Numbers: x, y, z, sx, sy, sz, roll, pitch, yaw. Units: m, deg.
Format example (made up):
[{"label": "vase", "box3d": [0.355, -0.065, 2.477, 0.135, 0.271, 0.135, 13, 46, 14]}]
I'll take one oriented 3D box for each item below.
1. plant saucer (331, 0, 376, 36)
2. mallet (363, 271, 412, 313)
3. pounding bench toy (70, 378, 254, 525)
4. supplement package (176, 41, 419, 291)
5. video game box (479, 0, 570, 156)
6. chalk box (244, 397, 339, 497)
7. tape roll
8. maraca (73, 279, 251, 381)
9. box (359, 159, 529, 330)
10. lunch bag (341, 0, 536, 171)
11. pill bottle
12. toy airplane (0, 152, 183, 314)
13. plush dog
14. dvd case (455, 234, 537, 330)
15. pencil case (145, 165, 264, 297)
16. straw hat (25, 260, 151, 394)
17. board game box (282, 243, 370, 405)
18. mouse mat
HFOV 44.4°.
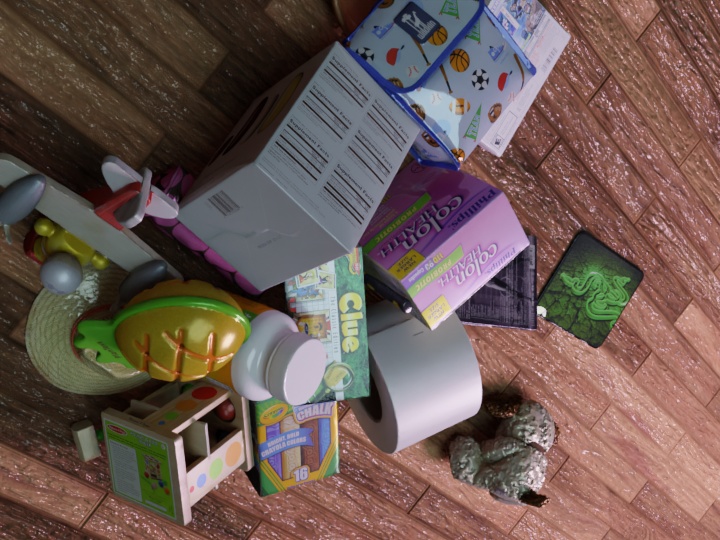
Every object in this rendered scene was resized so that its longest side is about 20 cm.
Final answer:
[{"label": "plant saucer", "box3d": [0.047, -0.369, 1.119, 0.198, 0.037, 0.202, -11, 116, -24]}, {"label": "mallet", "box3d": [0.000, 0.000, 1.157, 0.041, 0.200, 0.066, -35, 121, -18]}, {"label": "pounding bench toy", "box3d": [-0.258, 0.209, 1.158, 0.156, 0.198, 0.126, -34, 129, -51]}, {"label": "supplement package", "box3d": [-0.073, -0.114, 1.011, 0.147, 0.191, 0.201, 43, 55, -21]}, {"label": "video game box", "box3d": [0.184, -0.281, 1.211, 0.182, 0.047, 0.201, 24, 98, -49]}, {"label": "chalk box", "box3d": [-0.108, 0.183, 1.222, 0.123, 0.125, 0.202, -11, 117, -25]}, {"label": "tape roll", "box3d": [0.062, 0.139, 1.252, 0.138, 0.203, 0.205, -20, 120, -20]}, {"label": "maraca", "box3d": [-0.219, 0.071, 0.979, 0.198, 0.108, 0.137, -12, 145, 14]}, {"label": "box", "box3d": [0.090, -0.047, 1.187, 0.176, 0.200, 0.097, -40, 125, -7]}, {"label": "lunch bag", "box3d": [0.087, -0.248, 1.058, 0.200, 0.124, 0.170, 45, 79, -24]}, {"label": "pill bottle", "box3d": [-0.144, 0.092, 1.081, 0.111, 0.199, 0.112, -33, 131, -47]}, {"label": "toy airplane", "box3d": [-0.295, -0.038, 0.957, 0.198, 0.200, 0.142, 16, 61, 3]}, {"label": "plush dog", "box3d": [0.268, 0.300, 1.489, 0.199, 0.160, 0.173, 33, 70, -35]}, {"label": "dvd case", "box3d": [0.191, 0.010, 1.342, 0.198, 0.016, 0.151, 7, 80, -32]}, {"label": "pencil case", "box3d": [-0.186, -0.047, 1.098, 0.091, 0.094, 0.200, -49, 124, -3]}, {"label": "straw hat", "box3d": [-0.304, 0.089, 1.093, 0.199, 0.085, 0.203, -12, 117, -25]}, {"label": "board game box", "box3d": [-0.043, 0.070, 1.127, 0.104, 0.023, 0.202, -7, 104, -12]}, {"label": "mouse mat", "box3d": [0.394, 0.037, 1.514, 0.199, 0.008, 0.162, 26, 97, -36]}]
